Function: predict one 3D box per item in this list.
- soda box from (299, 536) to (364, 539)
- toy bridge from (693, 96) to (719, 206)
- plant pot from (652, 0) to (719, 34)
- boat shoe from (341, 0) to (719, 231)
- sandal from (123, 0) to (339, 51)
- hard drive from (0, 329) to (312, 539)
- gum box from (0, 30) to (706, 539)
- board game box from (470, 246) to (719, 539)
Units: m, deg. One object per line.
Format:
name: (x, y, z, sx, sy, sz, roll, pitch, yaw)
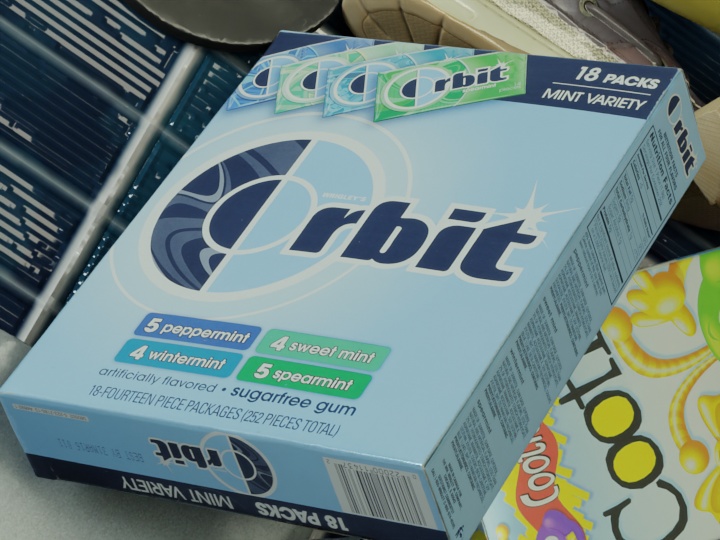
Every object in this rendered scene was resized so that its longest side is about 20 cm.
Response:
soda box: (0.043, 0.170, 1.064, 0.200, 0.068, 0.064, 36, 66, -25)
toy bridge: (0.178, -0.067, 1.172, 0.067, 0.027, 0.200, 54, 37, -7)
plant pot: (0.108, -0.213, 1.130, 0.189, 0.201, 0.201, 25, 68, 5)
boat shoe: (0.089, -0.080, 1.155, 0.200, 0.072, 0.065, 27, 70, -14)
sandal: (-0.086, -0.156, 1.103, 0.200, 0.045, 0.075, 43, 65, -11)
hard drive: (-0.116, 0.139, 1.033, 0.139, 0.033, 0.200, 32, 67, -16)
gum box: (0.000, 0.000, 1.024, 0.200, 0.170, 0.045, -54, 138, -37)
board game box: (0.100, 0.055, 1.112, 0.200, 0.105, 0.103, -15, 85, -28)
